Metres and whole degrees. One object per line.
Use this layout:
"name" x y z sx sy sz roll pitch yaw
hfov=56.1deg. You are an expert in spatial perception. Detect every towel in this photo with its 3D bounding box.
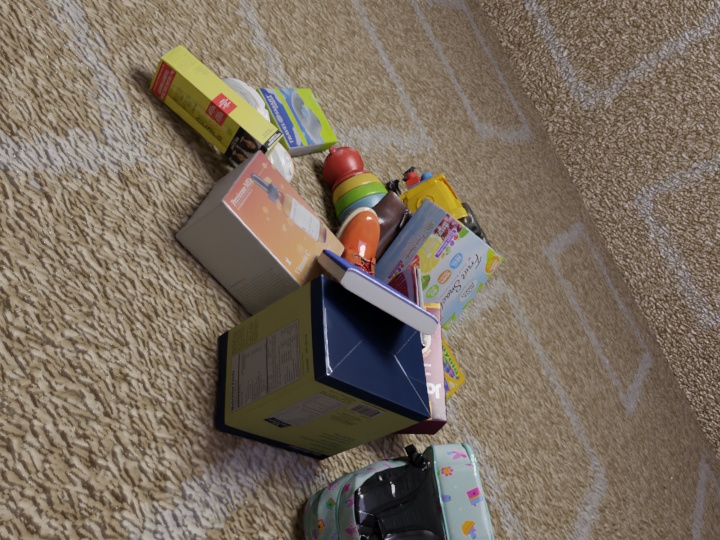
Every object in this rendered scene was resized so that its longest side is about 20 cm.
"towel" 0.027 0.098 1.028 0.023 0.200 0.145 22 46 -28

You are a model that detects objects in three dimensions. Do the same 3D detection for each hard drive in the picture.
"hard drive" 0.016 0.023 0.891 0.131 0.026 0.200 31 1 -14

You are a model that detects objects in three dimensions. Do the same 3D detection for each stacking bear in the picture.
"stacking bear" -0.007 -0.137 1.255 0.121 0.113 0.201 -1 62 -55

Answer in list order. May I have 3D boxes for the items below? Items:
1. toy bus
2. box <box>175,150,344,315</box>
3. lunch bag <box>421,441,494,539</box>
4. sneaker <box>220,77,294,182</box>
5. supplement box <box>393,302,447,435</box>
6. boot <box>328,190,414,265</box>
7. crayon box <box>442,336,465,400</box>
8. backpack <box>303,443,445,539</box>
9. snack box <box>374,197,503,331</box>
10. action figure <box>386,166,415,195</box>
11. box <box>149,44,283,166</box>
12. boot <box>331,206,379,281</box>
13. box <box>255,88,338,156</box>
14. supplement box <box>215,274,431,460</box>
"toy bus" 0.153 -0.100 1.325 0.200 0.135 0.193 42 24 -55
"box" -0.139 -0.042 0.984 0.200 0.106 0.153 48 34 -21
"lunch bag" 0.143 0.368 1.038 0.161 0.076 0.202 96 -14 -62
"sneaker" -0.186 -0.218 1.090 0.201 0.075 0.092 58 36 -3
"supplement box" 0.073 0.155 1.091 0.109 0.086 0.202 5 62 -9
"boot" -0.005 -0.072 1.136 0.200 0.167 0.072 39 1 -31
"crayon box" 0.123 0.179 1.243 0.127 0.051 0.200 61 31 0
"backpack" 0.022 0.336 0.901 0.199 0.126 0.168 11 55 -55
"snack box" 0.134 -0.005 1.170 0.199 0.169 0.068 29 10 -46
"action figure" 0.143 -0.122 1.451 0.102 0.119 0.201 -23 80 -53
"box" -0.215 -0.236 1.008 0.200 0.075 0.050 42 48 -6
"boot" 0.000 0.000 1.057 0.074 0.107 0.202 16 89 -30
"box" -0.130 -0.270 1.233 0.123 0.047 0.200 61 31 1
"supplement box" -0.050 0.137 0.882 0.199 0.199 0.135 30 43 -40
